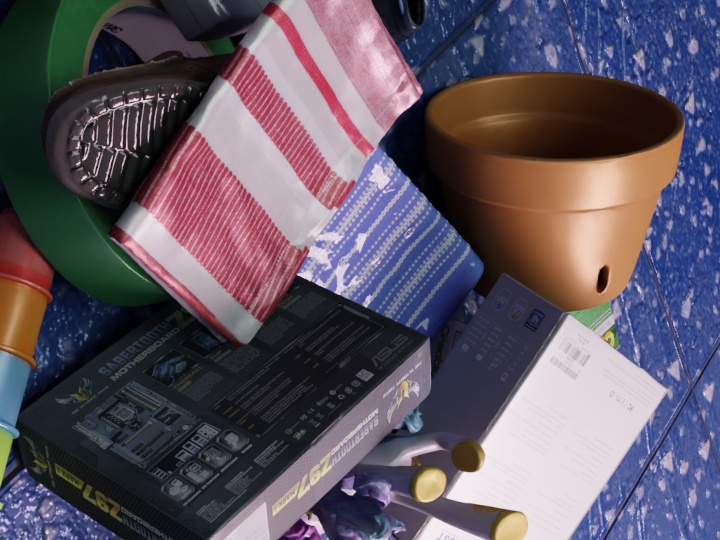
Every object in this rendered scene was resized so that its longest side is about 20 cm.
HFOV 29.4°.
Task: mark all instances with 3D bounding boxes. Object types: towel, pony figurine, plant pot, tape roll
[{"bbox_3d":[0.000,0.000,0.975,0.145,0.024,0.200,-51,131,-6],"label":"towel"},{"bbox_3d":[-0.020,0.138,0.893,0.192,0.199,0.168,-8,103,-34],"label":"pony figurine"},{"bbox_3d":[0.149,-0.059,1.081,0.200,0.199,0.141,-32,129,-45],"label":"plant pot"},{"bbox_3d":[-0.045,-0.066,0.765,0.201,0.023,0.144,-56,146,-11],"label":"towel"},{"bbox_3d":[-0.131,-0.081,0.809,0.200,0.048,0.203,30,54,-54],"label":"tape roll"}]

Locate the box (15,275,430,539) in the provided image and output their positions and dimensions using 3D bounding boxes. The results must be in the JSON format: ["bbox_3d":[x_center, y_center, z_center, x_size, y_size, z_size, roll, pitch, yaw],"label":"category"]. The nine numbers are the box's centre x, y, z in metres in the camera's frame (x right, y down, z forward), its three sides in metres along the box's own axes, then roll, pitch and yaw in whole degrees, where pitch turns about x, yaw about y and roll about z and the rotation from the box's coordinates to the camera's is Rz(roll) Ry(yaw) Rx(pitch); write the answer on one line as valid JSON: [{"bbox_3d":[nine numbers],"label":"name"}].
[{"bbox_3d":[-0.077,0.079,0.808,0.200,0.157,0.051,-39,141,-38],"label":"box"}]

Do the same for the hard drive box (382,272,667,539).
[{"bbox_3d":[0.115,0.128,1.022,0.156,0.077,0.201,34,90,-42],"label":"hard drive box"}]

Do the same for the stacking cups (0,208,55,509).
[{"bbox_3d":[-0.209,0.063,0.744,0.060,0.060,0.202,28,66,-46],"label":"stacking cups"}]

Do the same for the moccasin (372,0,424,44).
[{"bbox_3d":[0.039,-0.263,1.030,0.080,0.068,0.202,11,81,-49],"label":"moccasin"}]

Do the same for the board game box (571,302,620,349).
[{"bbox_3d":[0.166,0.066,1.214,0.200,0.023,0.106,-34,113,-44],"label":"board game box"}]

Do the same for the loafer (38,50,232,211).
[{"bbox_3d":[-0.104,-0.083,0.758,0.199,0.071,0.074,-14,125,-52],"label":"loafer"}]

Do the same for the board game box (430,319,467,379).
[{"bbox_3d":[0.116,0.123,1.118,0.199,0.034,0.128,20,82,-41],"label":"board game box"}]

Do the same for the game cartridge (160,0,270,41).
[{"bbox_3d":[-0.080,-0.224,0.863,0.134,0.041,0.200,53,35,-12],"label":"game cartridge"}]
